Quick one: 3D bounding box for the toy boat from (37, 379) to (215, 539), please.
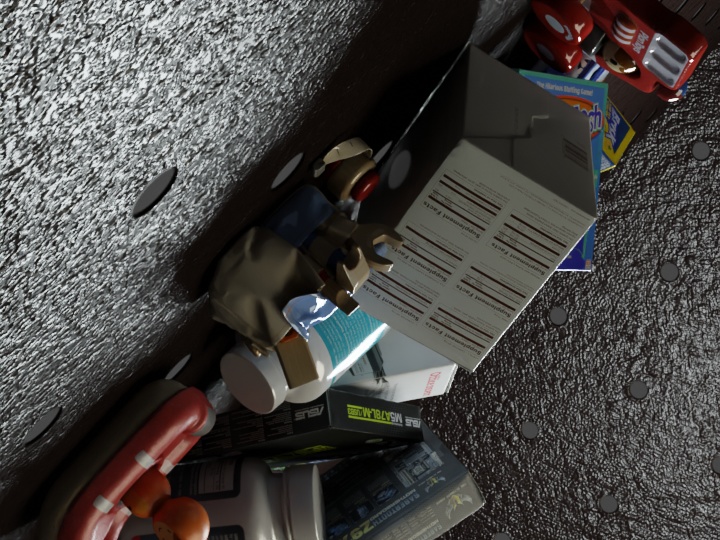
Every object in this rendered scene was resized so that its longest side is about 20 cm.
[{"bbox_3d":[-0.190,0.203,1.393,0.200,0.131,0.131,-47,170,-4],"label":"toy boat"}]

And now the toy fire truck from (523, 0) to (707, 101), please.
[{"bbox_3d":[0.262,-0.238,1.556,0.112,0.168,0.200,-46,170,-8],"label":"toy fire truck"}]

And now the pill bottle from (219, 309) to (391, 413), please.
[{"bbox_3d":[-0.045,0.052,1.504,0.200,0.111,0.111,-41,169,-36],"label":"pill bottle"}]

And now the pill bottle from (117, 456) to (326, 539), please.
[{"bbox_3d":[-0.138,0.252,1.574,0.198,0.121,0.120,-7,172,5],"label":"pill bottle"}]

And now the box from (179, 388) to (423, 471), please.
[{"bbox_3d":[-0.064,0.170,1.621,0.198,0.048,0.193,-15,166,27],"label":"box"}]

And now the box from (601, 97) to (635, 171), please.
[{"bbox_3d":[0.228,-0.138,1.871,0.199,0.064,0.070,-21,-154,47],"label":"box"}]

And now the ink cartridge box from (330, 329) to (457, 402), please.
[{"bbox_3d":[-0.006,0.096,1.655,0.198,0.085,0.145,-10,164,-6],"label":"ink cartridge box"}]

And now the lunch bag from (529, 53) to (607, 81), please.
[{"bbox_3d":[0.227,-0.215,1.751,0.200,0.075,0.160,-51,176,-18],"label":"lunch bag"}]

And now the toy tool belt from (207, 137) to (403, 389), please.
[{"bbox_3d":[-0.028,-0.003,1.320,0.200,0.123,0.125,-45,171,-18],"label":"toy tool belt"}]

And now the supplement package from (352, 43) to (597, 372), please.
[{"bbox_3d":[0.102,-0.058,1.434,0.201,0.146,0.192,-53,-166,31],"label":"supplement package"}]

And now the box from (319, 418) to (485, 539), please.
[{"bbox_3d":[0.015,0.250,1.643,0.199,0.051,0.158,-34,-155,-7],"label":"box"}]

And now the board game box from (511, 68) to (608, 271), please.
[{"bbox_3d":[0.188,-0.102,1.614,0.151,0.045,0.203,0,95,-44],"label":"board game box"}]
